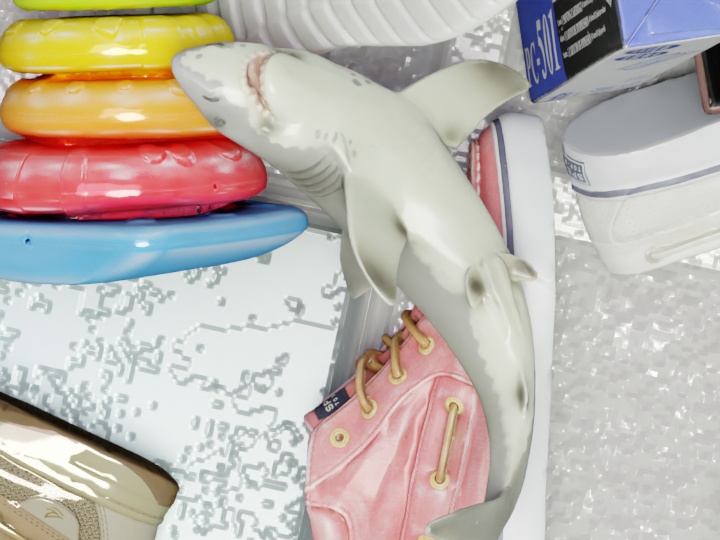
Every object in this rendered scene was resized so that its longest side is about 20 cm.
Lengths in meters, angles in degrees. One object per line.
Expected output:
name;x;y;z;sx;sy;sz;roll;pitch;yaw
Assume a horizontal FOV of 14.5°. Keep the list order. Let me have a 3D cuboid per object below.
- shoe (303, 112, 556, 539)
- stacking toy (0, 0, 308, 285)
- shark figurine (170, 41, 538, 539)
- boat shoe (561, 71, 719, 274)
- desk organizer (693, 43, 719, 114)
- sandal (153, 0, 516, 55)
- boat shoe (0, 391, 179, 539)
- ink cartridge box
shoe;0.024;0.041;1.057;0.090;0.071;0.202;2;93;0
stacking toy;-0.089;-0.100;1.027;0.116;0.110;0.201;2;97;35
shark figurine;0.018;0.013;1.004;0.128;0.089;0.215;-20;81;-36
boat shoe;0.177;-0.046;1.059;0.199;0.071;0.070;-17;117;-2
desk organizer;0.141;-0.161;0.998;0.071;0.077;0.201;-5;121;16
sandal;-0.001;-0.118;1.029;0.202;0.050;0.083;-12;98;45
boat shoe;-0.170;0.066;1.067;0.199;0.071;0.065;25;90;2
ink cartridge box;0.087;-0.115;0.989;0.044;0.200;0.095;-8;89;-5
